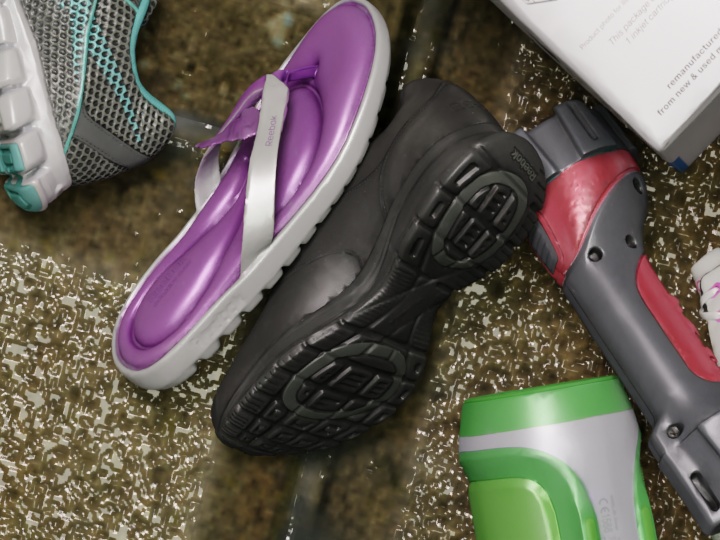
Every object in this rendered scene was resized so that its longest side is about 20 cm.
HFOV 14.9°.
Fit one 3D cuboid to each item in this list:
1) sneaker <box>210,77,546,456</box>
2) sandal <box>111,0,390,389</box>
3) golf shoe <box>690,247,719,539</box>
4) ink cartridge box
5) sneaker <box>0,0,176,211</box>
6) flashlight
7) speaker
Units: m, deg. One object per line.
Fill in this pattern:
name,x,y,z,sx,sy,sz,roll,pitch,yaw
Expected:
sneaker,0.000,0.000,1.245,0.200,0.091,0.076,-48,134,13
sandal,-0.053,-0.038,1.233,0.050,0.082,0.203,32,88,-39
golf shoe,0.189,0.032,1.251,0.092,0.073,0.201,19,81,13
ink cartridge box,0.092,-0.143,1.198,0.200,0.145,0.084,45,96,9
sneaker,-0.138,-0.131,1.252,0.091,0.078,0.202,-12,91,-18
flashlight,0.132,0.019,1.214,0.068,0.068,0.201,-43,65,21
speaker,0.097,0.152,1.231,0.088,0.088,0.202,-9,88,-2
